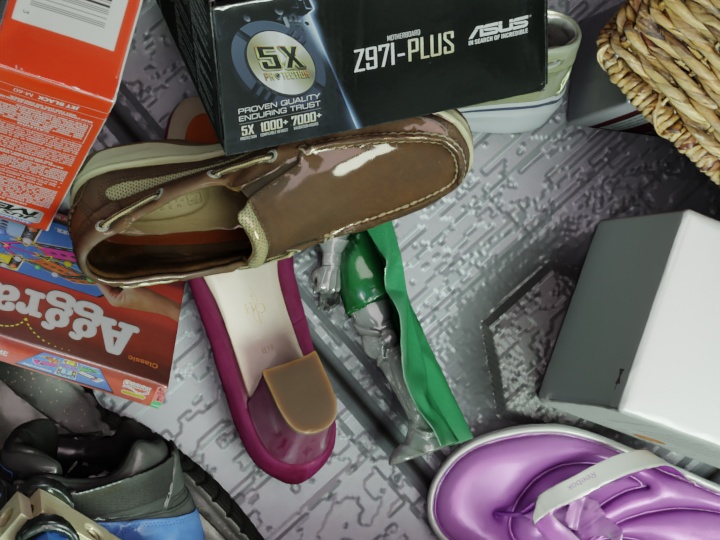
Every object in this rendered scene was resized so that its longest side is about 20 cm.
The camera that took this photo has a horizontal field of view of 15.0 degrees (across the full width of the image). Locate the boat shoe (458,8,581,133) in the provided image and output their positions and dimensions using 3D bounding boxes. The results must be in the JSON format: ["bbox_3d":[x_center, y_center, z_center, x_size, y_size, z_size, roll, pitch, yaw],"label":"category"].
[{"bbox_3d":[0.021,-0.108,1.390,0.200,0.062,0.072,-5,49,-31],"label":"boat shoe"}]

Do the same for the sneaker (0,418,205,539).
[{"bbox_3d":[-0.177,0.129,1.312,0.200,0.077,0.111,-11,111,-2],"label":"sneaker"}]

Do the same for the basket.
[{"bbox_3d":[0.241,-0.106,1.344,0.200,0.143,0.149,43,122,4],"label":"basket"}]

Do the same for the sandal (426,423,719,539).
[{"bbox_3d":[0.136,0.128,1.441,0.202,0.050,0.083,10,87,-11],"label":"sandal"}]

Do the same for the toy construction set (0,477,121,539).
[{"bbox_3d":[-0.147,0.175,1.253,0.200,0.092,0.131,31,107,-39],"label":"toy construction set"}]

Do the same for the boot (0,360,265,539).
[{"bbox_3d":[-0.150,0.131,1.384,0.200,0.068,0.131,39,92,-6],"label":"boot"}]

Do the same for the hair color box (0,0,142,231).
[{"bbox_3d":[-0.147,-0.103,1.300,0.064,0.200,0.111,17,71,-11],"label":"hair color box"}]

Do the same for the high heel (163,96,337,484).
[{"bbox_3d":[-0.064,0.013,1.412,0.067,0.096,0.200,-11,70,-15],"label":"high heel"}]

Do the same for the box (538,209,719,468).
[{"bbox_3d":[0.216,0.053,1.407,0.200,0.152,0.107,21,85,-11],"label":"box"}]

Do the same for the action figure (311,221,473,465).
[{"bbox_3d":[0.000,0.000,1.399,0.055,0.118,0.200,-19,84,-1],"label":"action figure"}]

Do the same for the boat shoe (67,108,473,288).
[{"bbox_3d":[-0.043,-0.029,1.320,0.202,0.075,0.075,-13,126,12],"label":"boat shoe"}]

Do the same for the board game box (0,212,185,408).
[{"bbox_3d":[-0.186,0.000,1.358,0.200,0.103,0.019,18,130,-11],"label":"board game box"}]

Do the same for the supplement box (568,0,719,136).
[{"bbox_3d":[0.221,-0.096,1.433,0.200,0.109,0.061,8,86,-12],"label":"supplement box"}]

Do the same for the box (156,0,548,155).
[{"bbox_3d":[-0.016,-0.159,1.336,0.163,0.200,0.086,-12,129,-11],"label":"box"}]
